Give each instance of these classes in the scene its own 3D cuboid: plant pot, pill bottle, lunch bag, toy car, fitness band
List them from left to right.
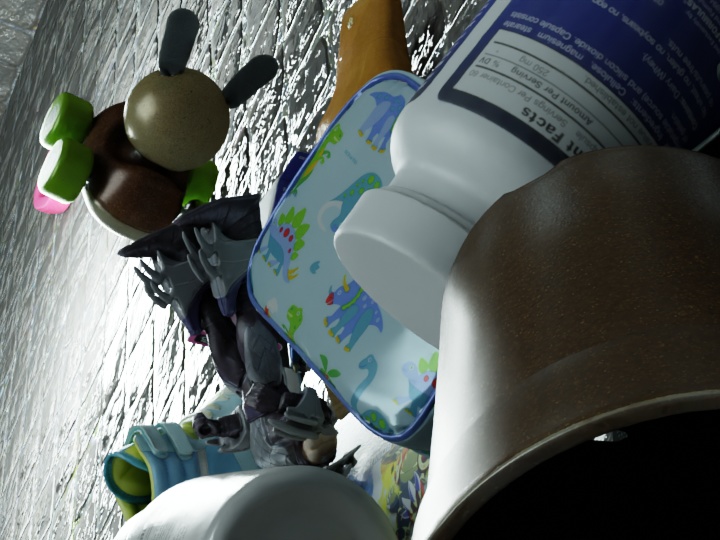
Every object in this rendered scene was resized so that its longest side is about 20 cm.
[{"bbox_3d":[-0.407,-0.149,2.491,0.200,0.037,0.145,176,108,-72],"label":"fitness band"},{"bbox_3d":[-0.168,-0.137,1.629,0.200,0.164,0.158,-53,26,25],"label":"toy car"},{"bbox_3d":[-0.068,0.167,0.991,0.200,0.114,0.115,-18,58,63],"label":"pill bottle"},{"bbox_3d":[0.037,-0.005,0.934,0.161,0.082,0.200,-58,38,8],"label":"lunch bag"},{"bbox_3d":[0.084,-0.062,0.790,0.200,0.116,0.116,-51,14,-14],"label":"pill bottle"},{"bbox_3d":[0.106,0.068,0.639,0.199,0.199,0.201,-90,23,-59],"label":"plant pot"}]

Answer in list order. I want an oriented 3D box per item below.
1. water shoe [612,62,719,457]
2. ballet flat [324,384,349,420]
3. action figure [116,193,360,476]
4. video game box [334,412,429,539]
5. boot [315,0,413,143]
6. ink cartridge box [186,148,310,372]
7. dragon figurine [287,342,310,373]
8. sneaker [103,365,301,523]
[{"bbox_3d":[0.136,-0.003,0.752,0.072,0.078,0.201,-104,35,-57],"label":"water shoe"},{"bbox_3d":[0.000,0.000,1.150,0.068,0.072,0.201,-103,33,-60],"label":"ballet flat"},{"bbox_3d":[-0.062,0.062,1.049,0.130,0.069,0.201,-27,87,56],"label":"action figure"},{"bbox_3d":[0.022,0.147,1.013,0.200,0.047,0.183,132,146,-53],"label":"video game box"},{"bbox_3d":[0.013,-0.128,1.215,0.201,0.070,0.145,135,144,-64],"label":"boot"},{"bbox_3d":[-0.039,-0.002,1.227,0.200,0.094,0.037,127,152,-47],"label":"ink cartridge box"},{"bbox_3d":[-0.011,0.010,1.080,0.059,0.199,0.100,-40,-39,-46],"label":"dragon figurine"},{"bbox_3d":[-0.113,0.112,1.293,0.080,0.130,0.201,123,155,-43],"label":"sneaker"}]
